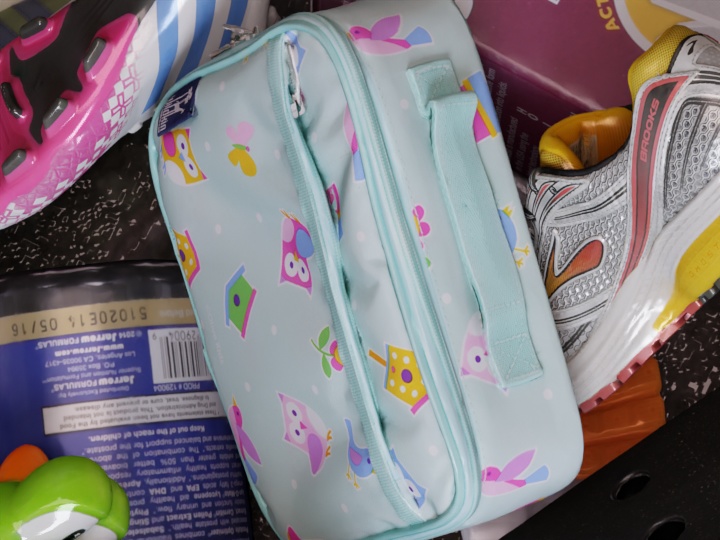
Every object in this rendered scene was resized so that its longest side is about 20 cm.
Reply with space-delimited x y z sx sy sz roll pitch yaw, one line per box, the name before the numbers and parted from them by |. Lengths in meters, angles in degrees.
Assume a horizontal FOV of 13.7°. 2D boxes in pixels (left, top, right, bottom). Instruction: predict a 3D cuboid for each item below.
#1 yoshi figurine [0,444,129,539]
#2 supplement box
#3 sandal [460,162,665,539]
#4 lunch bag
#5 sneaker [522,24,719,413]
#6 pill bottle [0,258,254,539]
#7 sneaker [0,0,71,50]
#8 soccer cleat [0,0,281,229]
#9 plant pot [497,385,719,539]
yoshi figurine | -0.164 0.146 1.076 0.199 0.112 0.112 -32 97 5
supplement box | 0.097 -0.104 1.152 0.199 0.103 0.131 28 74 8
sandal | 0.080 0.034 1.184 0.079 0.059 0.208 6 65 0
lunch bag | 0.000 0.000 1.085 0.077 0.160 0.201 -16 87 -29
sneaker | 0.094 -0.017 1.071 0.082 0.200 0.078 42 48 4
pill bottle | -0.097 0.101 1.166 0.111 0.112 0.201 -7 84 6
sneaker | -0.131 -0.076 1.214 0.199 0.067 0.090 -14 97 2
soccer cleat | -0.080 -0.084 1.150 0.200 0.086 0.070 -49 47 17
plant pot | 0.150 0.157 1.059 0.199 0.200 0.178 -35 114 3
